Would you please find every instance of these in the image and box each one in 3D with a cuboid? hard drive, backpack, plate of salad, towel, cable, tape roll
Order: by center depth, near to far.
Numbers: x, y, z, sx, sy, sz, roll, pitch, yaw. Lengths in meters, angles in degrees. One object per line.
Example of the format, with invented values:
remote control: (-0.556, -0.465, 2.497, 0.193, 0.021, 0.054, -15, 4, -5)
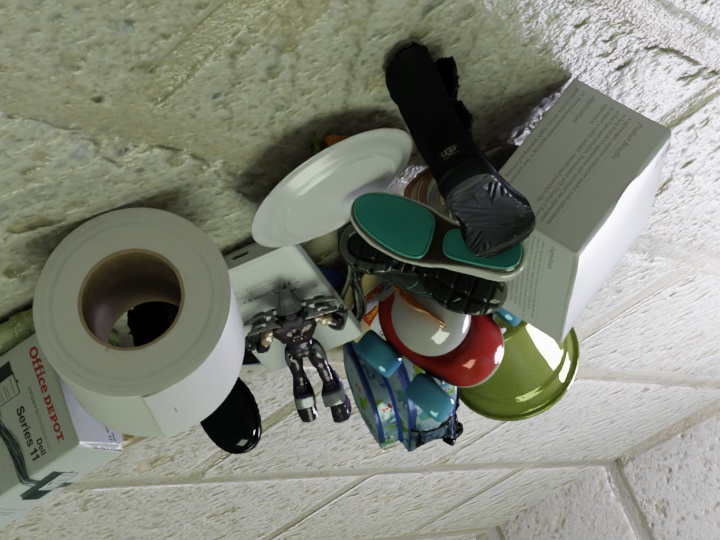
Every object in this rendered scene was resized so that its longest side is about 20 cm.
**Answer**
tape roll: (-0.223, 0.055, 1.394, 0.200, 0.205, 0.140, -20, 157, -7)
plate of salad: (-0.034, -0.093, 1.445, 0.198, 0.048, 0.201, -29, 161, -11)
towel: (-0.367, 0.095, 1.565, 0.147, 0.037, 0.200, -26, 158, 5)
hard drive: (-0.097, 0.040, 1.614, 0.130, 0.027, 0.201, -22, 138, 13)
cable: (0.000, 0.000, 1.624, 0.096, 0.051, 0.202, 2, 127, -34)
backpack: (0.058, 0.147, 1.899, 0.145, 0.185, 0.201, -18, 153, -12)

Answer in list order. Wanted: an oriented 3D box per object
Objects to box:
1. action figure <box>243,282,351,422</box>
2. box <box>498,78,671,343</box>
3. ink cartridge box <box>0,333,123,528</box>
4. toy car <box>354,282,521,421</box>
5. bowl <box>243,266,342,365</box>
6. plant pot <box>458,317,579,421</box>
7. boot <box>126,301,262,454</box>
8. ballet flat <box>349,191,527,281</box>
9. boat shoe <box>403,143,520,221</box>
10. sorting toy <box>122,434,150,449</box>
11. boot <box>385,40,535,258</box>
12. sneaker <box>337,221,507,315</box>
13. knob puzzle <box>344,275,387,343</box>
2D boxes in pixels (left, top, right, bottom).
action figure: (-0.070, 0.093, 1.610, 0.128, 0.070, 0.202, -10, 126, 8)
box: (0.232, -0.065, 1.518, 0.199, 0.130, 0.201, -49, 159, -24)
ink cartridge box: (-0.377, 0.177, 1.498, 0.199, 0.148, 0.083, -33, 157, 18)
toy car: (0.078, 0.049, 1.622, 0.185, 0.176, 0.200, -50, 152, -2)
bowl: (-0.106, 0.063, 1.739, 0.198, 0.040, 0.201, -19, 157, -8)
plant pot: (0.198, 0.086, 1.917, 0.198, 0.202, 0.185, -25, 147, 6)
boot: (-0.195, 0.119, 1.585, 0.073, 0.200, 0.162, -28, 164, 7)
ballet flat: (0.082, -0.028, 1.448, 0.197, 0.070, 0.070, 17, 161, 12)
boat shoe: (0.126, -0.105, 1.557, 0.071, 0.077, 0.199, 8, -165, 41)
sorting toy: (-0.320, 0.171, 1.624, 0.198, 0.108, 0.180, -24, 173, 16)
boot: (0.099, -0.120, 1.345, 0.076, 0.170, 0.200, -27, 153, 11)
sneaker: (0.073, -0.009, 1.524, 0.079, 0.198, 0.076, 11, 102, -84)
knob puzzle: (0.038, 0.009, 1.736, 0.218, 0.031, 0.221, -25, 142, -21)
